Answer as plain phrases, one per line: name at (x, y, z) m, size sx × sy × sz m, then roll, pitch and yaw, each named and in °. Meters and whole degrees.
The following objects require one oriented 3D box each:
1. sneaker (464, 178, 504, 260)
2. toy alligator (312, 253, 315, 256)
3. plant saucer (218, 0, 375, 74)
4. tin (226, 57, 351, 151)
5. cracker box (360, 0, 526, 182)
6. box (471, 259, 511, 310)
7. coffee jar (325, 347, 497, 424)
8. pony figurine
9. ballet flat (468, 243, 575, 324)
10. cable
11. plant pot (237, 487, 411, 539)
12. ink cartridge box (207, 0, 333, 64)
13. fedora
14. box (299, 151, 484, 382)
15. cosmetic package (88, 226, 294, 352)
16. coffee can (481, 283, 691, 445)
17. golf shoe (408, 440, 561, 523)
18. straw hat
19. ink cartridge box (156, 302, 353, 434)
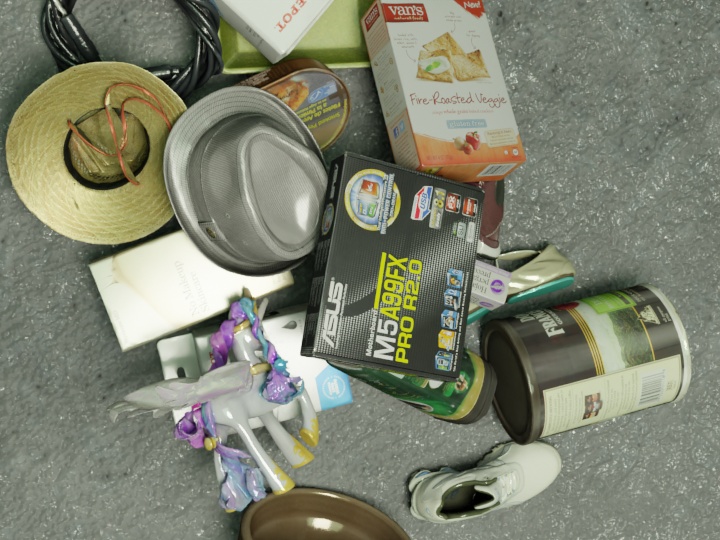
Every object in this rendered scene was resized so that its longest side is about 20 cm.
sneaker at (0.101, -0.087, 1.083) m, size 0.199 × 0.075 × 0.117 m, roll 19°, pitch 85°, yaw -52°
toy alligator at (0.000, 0.000, 1.108) m, size 0.199 × 0.059 × 0.055 m, roll 30°, pitch 44°, yaw -10°
plant saucer at (-0.071, -0.322, 1.073) m, size 0.198 × 0.048 × 0.202 m, roll -5°, pitch 94°, yaw -13°
tin at (-0.106, -0.158, 1.052) m, size 0.199 × 0.042 × 0.113 m, roll -26°, pitch 131°, yaw -10°
cracker box at (0.089, -0.197, 1.041) m, size 0.133 × 0.058 × 0.202 m, roll -6°, pitch 74°, yaw -27°
box at (0.070, -0.009, 1.071) m, size 0.198 × 0.041 × 0.039 m, roll 21°, pitch 74°, yaw -10°
coffee jar at (0.060, 0.104, 1.068) m, size 0.199 × 0.104 × 0.086 m, roll 32°, pitch 74°, yaw -39°
pony figurine at (-0.134, 0.137, 0.977) m, size 0.192 × 0.166 × 0.202 m, roll -27°, pitch 97°, yaw -42°
ballet flat at (0.159, 0.019, 1.144) m, size 0.198 × 0.069 × 0.070 m, roll -20°, pitch 97°, yaw -13°
cable at (-0.239, -0.248, 1.009) m, size 0.199 × 0.051 × 0.164 m, roll 27°, pitch 111°, yaw -8°
plant pot at (-0.053, 0.367, 1.058) m, size 0.198 × 0.200 × 0.176 m, roll 12°, pitch 107°, yaw -13°
ink cartridge box at (-0.112, -0.337, 0.994) m, size 0.200 × 0.084 × 0.145 m, roll 41°, pitch 84°, yaw -12°
fedora at (-0.096, -0.086, 0.969) m, size 0.176 × 0.090 × 0.201 m, roll -32°, pitch 111°, yaw -24°
box at (0.034, 0.000, 0.956) m, size 0.159 × 0.044 × 0.202 m, roll 13°, pitch 80°, yaw -21°
cosmetic package at (-0.184, 0.002, 1.053) m, size 0.198 × 0.073 × 0.104 m, roll -23°, pitch 98°, yaw -12°
coffee can at (0.260, 0.108, 1.124) m, size 0.198 × 0.146 × 0.148 m, roll -13°, pitch 96°, yaw -13°
golf shoe at (0.159, 0.259, 1.135) m, size 0.198 × 0.097 × 0.079 m, roll -16°, pitch 95°, yaw -13°
straw hat at (-0.265, -0.134, 1.014) m, size 0.199 × 0.085 × 0.203 m, roll -3°, pitch 118°, yaw -6°
ink cartridge box at (-0.119, 0.113, 1.075) m, size 0.198 × 0.068 × 0.117 m, roll -14°, pitch 96°, yaw -12°
